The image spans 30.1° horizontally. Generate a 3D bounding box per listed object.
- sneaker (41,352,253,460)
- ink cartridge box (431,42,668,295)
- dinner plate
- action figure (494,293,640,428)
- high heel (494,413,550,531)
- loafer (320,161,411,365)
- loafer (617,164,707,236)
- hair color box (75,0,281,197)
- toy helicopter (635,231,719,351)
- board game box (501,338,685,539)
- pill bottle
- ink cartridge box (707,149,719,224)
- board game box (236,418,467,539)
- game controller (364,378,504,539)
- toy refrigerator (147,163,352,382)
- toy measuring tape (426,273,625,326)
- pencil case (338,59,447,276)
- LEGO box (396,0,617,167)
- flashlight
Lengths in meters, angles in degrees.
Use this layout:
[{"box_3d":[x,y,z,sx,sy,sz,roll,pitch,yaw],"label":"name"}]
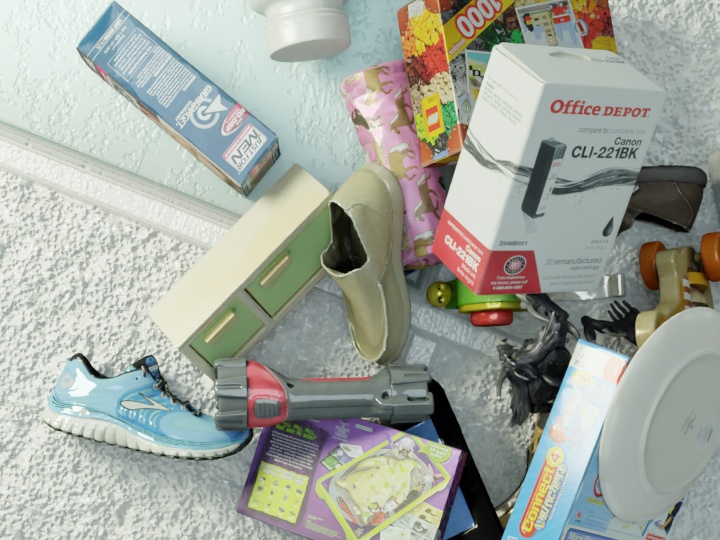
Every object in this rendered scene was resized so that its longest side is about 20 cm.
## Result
[{"box_3d":[-0.195,0.126,1.257,0.197,0.078,0.091,13,82,-1],"label":"sneaker"},{"box_3d":[0.164,-0.086,1.171,0.143,0.084,0.202,-2,120,-31],"label":"ink cartridge box"},{"box_3d":[0.280,0.131,1.175,0.024,0.200,0.202,25,83,42],"label":"dinner plate"},{"box_3d":[0.176,0.077,1.229,0.198,0.102,0.120,-1,114,-42],"label":"action figure"},{"box_3d":[0.124,0.212,1.270,0.140,0.071,0.203,5,82,8],"label":"high heel"},{"box_3d":[0.000,0.000,1.241,0.068,0.075,0.203,-20,119,-31],"label":"loafer"},{"box_3d":[0.238,-0.064,1.288,0.197,0.073,0.072,0,86,-1],"label":"loafer"},{"box_3d":[-0.169,-0.159,1.267,0.199,0.100,0.061,39,86,1],"label":"hair color box"},{"box_3d":[0.291,0.049,1.233,0.078,0.200,0.134,-8,100,30],"label":"toy helicopter"},{"box_3d":[0.230,0.182,1.209,0.055,0.199,0.198,20,87,41],"label":"board game box"},{"box_3d":[-0.062,-0.308,1.277,0.109,0.111,0.203,-8,86,-3],"label":"pill bottle"},{"box_3d":[0.379,-0.044,1.228,0.049,0.200,0.163,-10,86,-3],"label":"ink cartridge box"},{"box_3d":[-0.010,0.197,1.242,0.198,0.032,0.122,15,86,23],"label":"board game box"},{"box_3d":[0.061,0.202,1.247,0.103,0.042,0.202,-23,65,1],"label":"game controller"},{"box_3d":[-0.096,0.005,1.257,0.200,0.076,0.070,-45,49,-5],"label":"toy refrigerator"},{"box_3d":[0.162,0.018,1.281,0.197,0.074,0.075,-3,86,-2],"label":"toy measuring tape"},{"box_3d":[0.042,-0.101,1.277,0.082,0.086,0.203,-16,86,-24],"label":"pencil case"},{"box_3d":[0.144,-0.183,1.253,0.198,0.077,0.151,-8,86,-30],"label":"LEGO box"},{"box_3d":[-0.036,0.111,1.228,0.197,0.068,0.069,-2,69,-7],"label":"flashlight"}]
